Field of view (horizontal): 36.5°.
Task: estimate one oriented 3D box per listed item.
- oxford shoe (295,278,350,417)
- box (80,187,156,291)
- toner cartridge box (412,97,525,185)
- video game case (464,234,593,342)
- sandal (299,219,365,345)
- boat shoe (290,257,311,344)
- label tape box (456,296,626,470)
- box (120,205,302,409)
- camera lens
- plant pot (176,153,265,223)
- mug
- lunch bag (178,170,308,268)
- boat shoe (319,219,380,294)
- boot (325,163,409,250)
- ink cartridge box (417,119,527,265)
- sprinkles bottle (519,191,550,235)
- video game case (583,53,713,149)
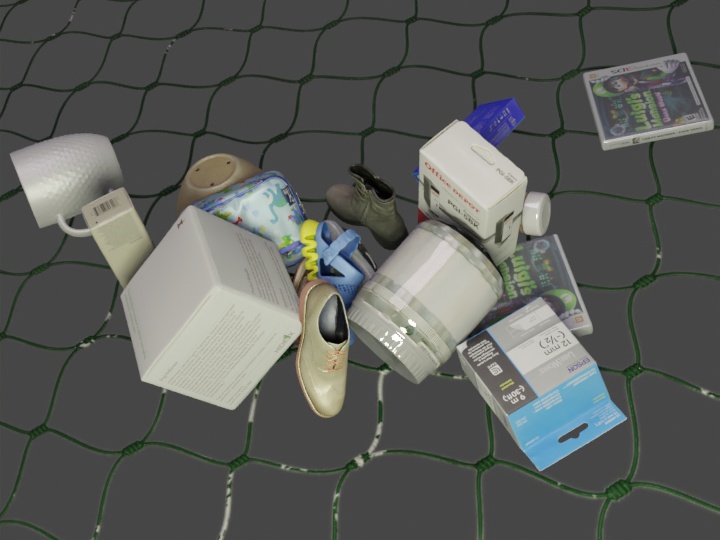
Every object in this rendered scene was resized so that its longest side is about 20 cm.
[{"bbox_3d":[-0.049,0.116,1.526,0.071,0.201,0.074,-11,14,-21],"label":"oxford shoe"},{"bbox_3d":[-0.373,-0.031,1.774,0.082,0.200,0.068,-27,44,-10],"label":"box"},{"bbox_3d":[0.185,-0.214,1.856,0.200,0.043,0.095,-46,22,-25],"label":"toner cartridge box"},{"bbox_3d":[0.232,0.038,1.629,0.181,0.023,0.200,-15,44,4],"label":"video game case"},{"bbox_3d":[-0.033,0.016,1.641,0.087,0.201,0.079,-11,-1,16],"label":"sandal"},{"bbox_3d":[-0.080,0.038,1.715,0.072,0.072,0.200,27,45,1],"label":"boat shoe"},{"bbox_3d":[0.242,0.150,1.473,0.143,0.066,0.200,-29,50,-8],"label":"label tape box"},{"bbox_3d":[-0.219,0.056,1.606,0.200,0.171,0.199,-48,40,20],"label":"box"},{"bbox_3d":[0.094,0.040,1.556,0.200,0.160,0.160,-48,49,-10],"label":"camera lens"},{"bbox_3d":[-0.231,-0.120,1.864,0.200,0.135,0.201,-9,45,9],"label":"plant pot"},{"bbox_3d":[-0.525,-0.154,2.008,0.175,0.148,0.200,-22,73,-14],"label":"mug"},{"bbox_3d":[-0.181,-0.058,1.766,0.200,0.161,0.082,-24,20,-5],"label":"lunch bag"},{"bbox_3d":[0.000,0.000,1.708,0.072,0.071,0.200,-44,59,31],"label":"boat shoe"},{"bbox_3d":[0.004,-0.128,1.793,0.068,0.131,0.200,-37,47,-19],"label":"boot"},{"bbox_3d":[0.160,-0.102,1.608,0.083,0.200,0.147,-38,65,-18],"label":"ink cartridge box"},{"bbox_3d":[0.200,-0.099,1.744,0.200,0.068,0.068,8,50,26],"label":"sprinkles bottle"},{"bbox_3d":[0.486,-0.291,1.859,0.181,0.023,0.200,-11,44,9],"label":"video game case"}]
